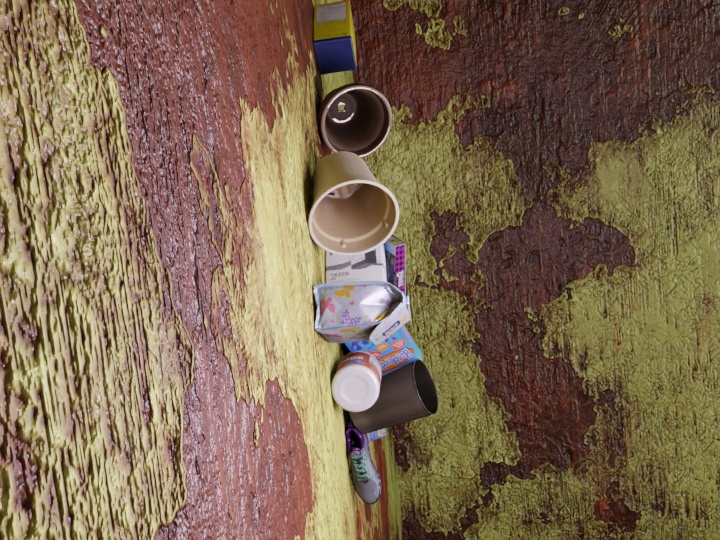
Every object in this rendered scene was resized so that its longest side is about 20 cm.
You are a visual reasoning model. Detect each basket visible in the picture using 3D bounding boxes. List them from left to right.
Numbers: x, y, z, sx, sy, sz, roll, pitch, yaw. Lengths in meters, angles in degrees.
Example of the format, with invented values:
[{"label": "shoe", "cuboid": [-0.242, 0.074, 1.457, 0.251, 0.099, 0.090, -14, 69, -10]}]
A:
[{"label": "basket", "cuboid": [0.079, 0.329, 1.732, 0.136, 0.200, 0.180, 62, 18, -11]}]

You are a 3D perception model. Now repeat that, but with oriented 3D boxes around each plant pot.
[{"label": "plant pot", "cuboid": [-0.030, -0.168, 1.533, 0.184, 0.200, 0.201, -106, -175, -48]}, {"label": "plant pot", "cuboid": [-0.032, -0.430, 1.871, 0.175, 0.200, 0.201, -121, -161, -57]}]

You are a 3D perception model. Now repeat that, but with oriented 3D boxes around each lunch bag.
[{"label": "lunch bag", "cuboid": [0.009, 0.095, 1.479, 0.170, 0.200, 0.127, 70, 14, -74]}]

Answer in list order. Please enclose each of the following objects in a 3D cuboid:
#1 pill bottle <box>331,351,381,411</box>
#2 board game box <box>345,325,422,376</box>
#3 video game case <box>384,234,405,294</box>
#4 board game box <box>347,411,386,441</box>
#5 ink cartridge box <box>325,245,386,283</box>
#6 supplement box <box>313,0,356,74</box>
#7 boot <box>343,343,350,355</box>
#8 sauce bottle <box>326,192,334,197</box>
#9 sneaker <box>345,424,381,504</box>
[{"label": "pill bottle", "cuboid": [-0.006, 0.259, 1.644, 0.200, 0.112, 0.112, -62, 146, -83]}, {"label": "board game box", "cuboid": [0.052, 0.190, 1.782, 0.200, 0.152, 0.045, 56, 16, -31]}, {"label": "video game case", "cuboid": [0.066, -0.010, 1.838, 0.181, 0.036, 0.200, -138, -139, -55]}, {"label": "board game box", "cuboid": [0.013, 0.364, 1.860, 0.135, 0.034, 0.200, 5, 79, -56]}, {"label": "ink cartridge box", "cuboid": [-0.011, 0.000, 1.690, 0.084, 0.145, 0.200, 78, 8, -52]}, {"label": "supplement box", "cuboid": [-0.074, -0.677, 1.971, 0.110, 0.109, 0.200, 78, 8, -52]}, {"label": "boot", "cuboid": [-0.005, 0.179, 1.940, 0.200, 0.076, 0.168, 90, 2, -54]}, {"label": "sauce bottle", "cuboid": [-0.058, -0.144, 1.717, 0.200, 0.066, 0.066, 58, 24, -49]}, {"label": "sneaker", "cuboid": [-0.005, 0.490, 1.720, 0.088, 0.074, 0.200, 47, 25, -66]}]
